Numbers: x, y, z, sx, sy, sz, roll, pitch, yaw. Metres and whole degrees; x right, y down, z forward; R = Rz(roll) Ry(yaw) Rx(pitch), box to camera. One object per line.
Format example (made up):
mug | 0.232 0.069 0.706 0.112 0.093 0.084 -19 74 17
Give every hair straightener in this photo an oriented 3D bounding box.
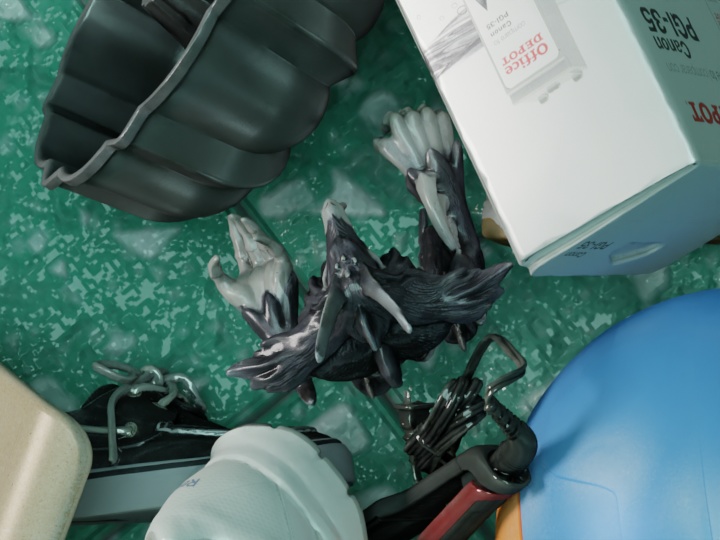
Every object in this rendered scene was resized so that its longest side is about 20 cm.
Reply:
hair straightener | 0.021 0.080 0.897 0.041 0.200 0.077 -3 61 -21

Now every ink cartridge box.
ink cartridge box | 0.081 -0.106 0.872 0.083 0.146 0.201 -30 77 25

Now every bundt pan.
bundt pan | -0.052 -0.106 0.936 0.076 0.202 0.203 29 90 -21

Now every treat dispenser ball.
treat dispenser ball | 0.153 0.107 0.881 0.200 0.201 0.202 0 86 7

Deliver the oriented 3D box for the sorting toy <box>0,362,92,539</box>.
sorting toy | -0.192 0.116 0.956 0.200 0.036 0.186 28 99 48

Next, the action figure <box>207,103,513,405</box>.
action figure | 0.000 0.000 0.908 0.118 0.200 0.102 -26 84 5

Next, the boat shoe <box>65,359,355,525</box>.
boat shoe | -0.099 0.075 0.982 0.198 0.074 0.069 -7 79 22

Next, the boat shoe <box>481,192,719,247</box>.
boat shoe | 0.150 -0.046 0.958 0.199 0.071 0.070 0 87 8

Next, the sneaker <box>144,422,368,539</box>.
sneaker | -0.008 0.155 0.868 0.200 0.087 0.075 46 133 9
